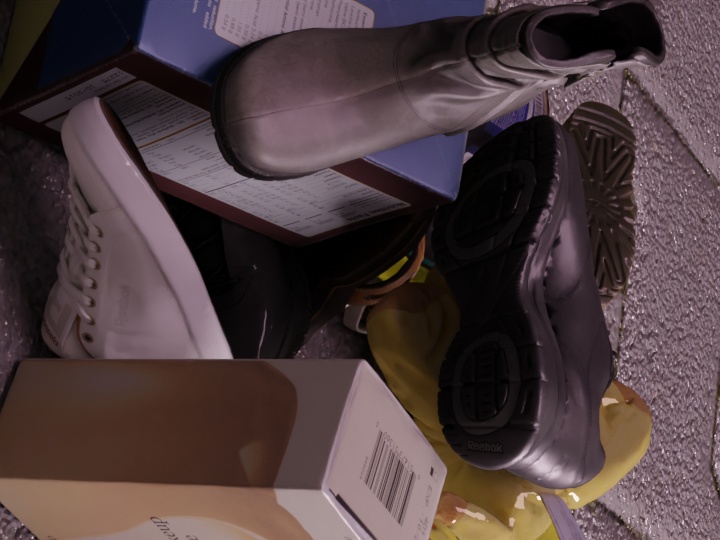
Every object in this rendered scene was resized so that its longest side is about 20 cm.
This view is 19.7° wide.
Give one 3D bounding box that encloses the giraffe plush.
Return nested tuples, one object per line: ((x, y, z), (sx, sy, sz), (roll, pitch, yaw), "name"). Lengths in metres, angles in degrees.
((0.050, 0.114, 1.121), (0.172, 0.162, 0.201), (11, 53, -31), "giraffe plush")

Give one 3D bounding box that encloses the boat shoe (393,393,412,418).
((0.061, 0.076, 1.319), (0.062, 0.074, 0.200), (-55, 164, -25), "boat shoe")

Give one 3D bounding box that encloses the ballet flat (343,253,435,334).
((0.000, 0.000, 1.279), (0.200, 0.067, 0.067), (37, 77, -56), "ballet flat")

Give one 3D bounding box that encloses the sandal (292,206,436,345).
((0.003, -0.007, 1.160), (0.054, 0.200, 0.082), (14, 58, -18), "sandal")

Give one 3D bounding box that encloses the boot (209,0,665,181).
((0.038, -0.095, 0.948), (0.200, 0.130, 0.068), (-16, 91, -41), "boot")

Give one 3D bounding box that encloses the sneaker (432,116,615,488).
((0.088, 0.018, 1.043), (0.091, 0.076, 0.201), (33, 53, -41), "sneaker")

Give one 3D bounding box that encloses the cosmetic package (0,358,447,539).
((-0.072, 0.097, 0.997), (0.105, 0.199, 0.071), (52, 46, -43), "cosmetic package")

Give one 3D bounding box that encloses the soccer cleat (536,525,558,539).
((0.126, 0.186, 1.456), (0.065, 0.083, 0.201), (44, 50, -50), "soccer cleat")

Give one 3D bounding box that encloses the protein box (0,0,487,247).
((-0.052, -0.145, 1.059), (0.200, 0.135, 0.199), (24, 66, -35), "protein box")

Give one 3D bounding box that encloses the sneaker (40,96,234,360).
((-0.123, 0.004, 1.013), (0.200, 0.084, 0.073), (73, -10, -48), "sneaker")

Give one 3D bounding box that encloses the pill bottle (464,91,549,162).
((0.042, -0.111, 1.276), (0.200, 0.111, 0.112), (18, 72, -70), "pill bottle")

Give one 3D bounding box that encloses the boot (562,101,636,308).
((0.108, 0.009, 1.337), (0.066, 0.200, 0.176), (27, 51, -7), "boot")

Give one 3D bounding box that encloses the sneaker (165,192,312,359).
((-0.075, -0.025, 1.146), (0.091, 0.076, 0.201), (36, 48, -46), "sneaker")
